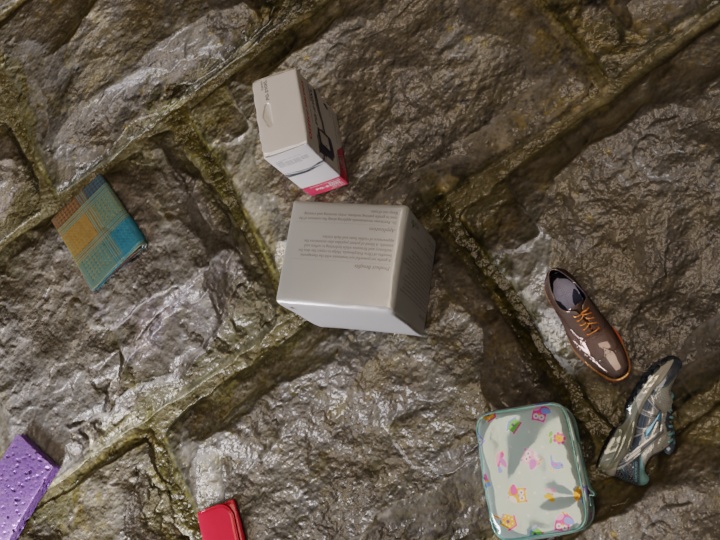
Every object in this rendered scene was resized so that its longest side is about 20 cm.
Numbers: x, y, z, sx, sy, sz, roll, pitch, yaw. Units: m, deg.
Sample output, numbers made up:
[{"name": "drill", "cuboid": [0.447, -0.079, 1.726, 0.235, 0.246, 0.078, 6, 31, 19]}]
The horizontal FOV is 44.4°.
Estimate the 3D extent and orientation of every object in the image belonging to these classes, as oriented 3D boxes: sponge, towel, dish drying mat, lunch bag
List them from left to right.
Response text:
[{"name": "sponge", "cuboid": [-0.656, 0.422, 1.658, 0.111, 0.030, 0.201, 31, 87, 24]}, {"name": "towel", "cuboid": [-0.517, -0.076, 1.742, 0.146, 0.022, 0.200, -41, 65, 5]}, {"name": "dish drying mat", "cuboid": [-0.221, 0.494, 1.484, 0.076, 0.018, 0.201, -23, 70, 14]}, {"name": "lunch bag", "cuboid": [0.265, 0.304, 1.323, 0.159, 0.077, 0.202, -13, 72, 15]}]

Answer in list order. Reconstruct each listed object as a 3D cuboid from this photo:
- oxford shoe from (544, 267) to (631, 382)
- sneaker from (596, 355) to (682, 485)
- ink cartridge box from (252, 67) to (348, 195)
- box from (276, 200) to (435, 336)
[{"name": "oxford shoe", "cuboid": [0.342, 0.083, 1.354, 0.071, 0.073, 0.201, -36, 67, 7]}, {"name": "sneaker", "cuboid": [0.428, 0.222, 1.296, 0.086, 0.078, 0.201, 29, 94, 12]}, {"name": "ink cartridge box", "cuboid": [-0.101, -0.236, 1.531, 0.084, 0.200, 0.146, -16, 71, 16]}, {"name": "box", "cuboid": [0.000, 0.000, 1.434, 0.197, 0.200, 0.173, 4, 75, 20]}]
